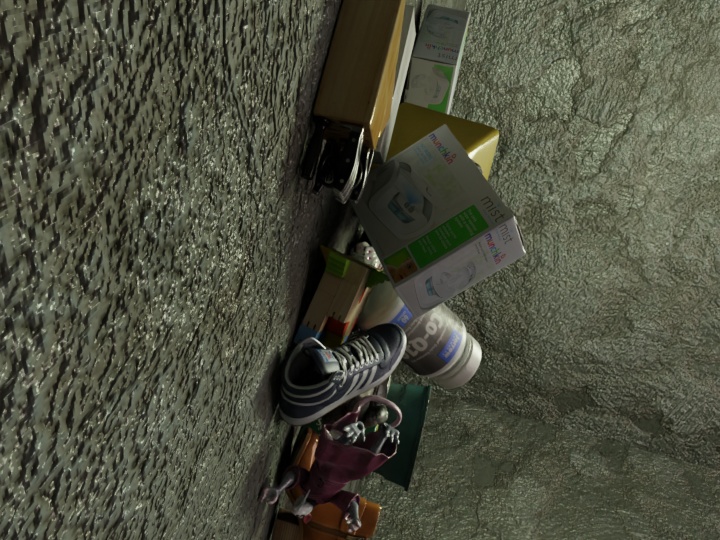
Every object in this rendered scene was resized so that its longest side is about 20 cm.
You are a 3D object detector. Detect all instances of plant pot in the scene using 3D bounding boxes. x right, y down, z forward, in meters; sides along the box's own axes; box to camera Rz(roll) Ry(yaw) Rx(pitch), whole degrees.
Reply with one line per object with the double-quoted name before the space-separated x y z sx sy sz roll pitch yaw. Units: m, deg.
"plant pot" 0.097 -0.154 1.035 0.200 0.194 0.196 -38 144 -52
"plant pot" 0.022 0.294 1.160 0.200 0.194 0.203 14 90 -82

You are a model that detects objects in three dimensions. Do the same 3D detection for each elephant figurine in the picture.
"elephant figurine" -0.028 0.159 0.893 0.201 0.140 0.156 65 8 -53

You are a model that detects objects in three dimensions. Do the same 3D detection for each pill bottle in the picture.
"pill bottle" 0.094 0.095 0.947 0.113 0.200 0.114 -37 -151 25

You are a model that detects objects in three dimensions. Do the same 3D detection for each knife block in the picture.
"knife block" -0.010 -0.178 0.631 0.176 0.063 0.202 -68 168 -53

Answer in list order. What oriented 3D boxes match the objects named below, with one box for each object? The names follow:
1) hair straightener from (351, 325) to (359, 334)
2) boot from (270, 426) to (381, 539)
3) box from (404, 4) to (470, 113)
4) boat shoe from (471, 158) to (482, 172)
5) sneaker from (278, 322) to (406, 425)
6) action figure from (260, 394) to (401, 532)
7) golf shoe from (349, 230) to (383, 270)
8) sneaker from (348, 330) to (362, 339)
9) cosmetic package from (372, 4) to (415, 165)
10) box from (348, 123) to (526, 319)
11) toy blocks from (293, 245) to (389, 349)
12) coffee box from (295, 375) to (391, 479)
"hair straightener" 0.005 0.082 1.076 0.200 0.076 0.041 0 -70 67
"boot" -0.043 0.344 0.909 0.077 0.153 0.203 -91 -166 -86
"box" 0.155 -0.413 1.268 0.201 0.095 0.178 94 10 -56
"boat shoe" 0.143 -0.074 0.941 0.073 0.065 0.202 8 113 -46
"sneaker" -0.017 0.111 0.758 0.199 0.070 0.109 -31 150 -23
"action figure" -0.045 0.269 0.829 0.201 0.133 0.149 -54 -172 28
"golf shoe" 0.000 0.000 1.037 0.201 0.072 0.093 -71 147 -46
"sneaker" 0.038 0.129 1.117 0.078 0.199 0.082 59 21 -1
"cosmetic package" 0.031 -0.258 0.842 0.083 0.050 0.203 35 69 -84
"box" 0.099 -0.069 0.828 0.097 0.175 0.201 50 12 -51
"toy blocks" -0.030 0.050 0.834 0.138 0.099 0.200 -65 172 3
"coffee box" -0.024 0.243 1.024 0.201 0.121 0.044 -67 169 -45
